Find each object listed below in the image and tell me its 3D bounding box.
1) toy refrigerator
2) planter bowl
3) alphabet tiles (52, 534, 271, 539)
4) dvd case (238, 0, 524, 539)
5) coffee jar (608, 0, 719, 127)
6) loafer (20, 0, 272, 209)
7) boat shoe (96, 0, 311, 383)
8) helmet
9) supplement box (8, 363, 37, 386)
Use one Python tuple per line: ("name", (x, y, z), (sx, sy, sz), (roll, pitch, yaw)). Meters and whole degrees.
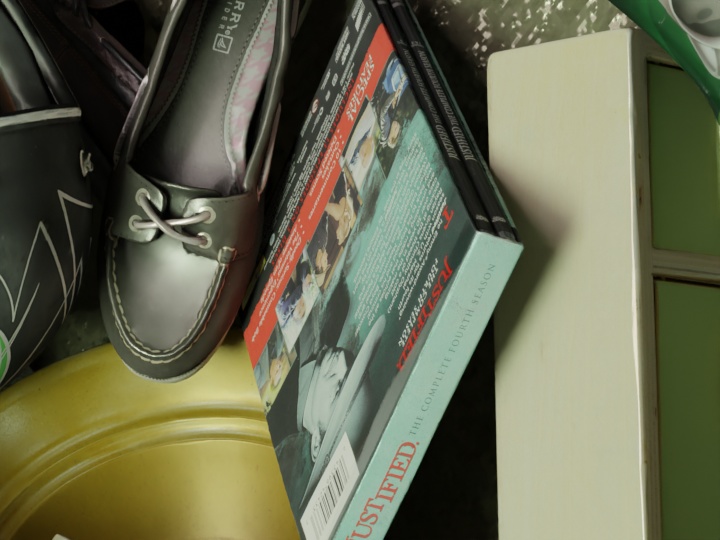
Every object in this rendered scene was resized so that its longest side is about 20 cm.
("toy refrigerator", (0.094, 0.025, 0.862), (0.070, 0.076, 0.201), (-8, 80, 43))
("planter bowl", (-0.072, 0.114, 0.976), (0.200, 0.200, 0.084), (24, 138, 42))
("alphabet tiles", (-0.041, 0.171, 0.843), (0.199, 0.008, 0.168), (25, 62, 12))
("dvd case", (0.000, 0.000, 0.924), (0.200, 0.022, 0.147), (-109, 39, -59))
("coffee jar", (0.114, -0.115, 0.801), (0.200, 0.085, 0.104), (45, 119, 3))
("loafer", (-0.103, -0.085, 1.076), (0.063, 0.072, 0.200), (-38, 66, 12))
("boat shoe", (-0.064, -0.058, 0.996), (0.066, 0.057, 0.201), (13, 80, 10))
("helmet", (-0.198, -0.027, 0.999), (0.200, 0.199, 0.191), (-46, 64, 31))
("supplement box", (-0.222, 0.057, 1.152), (0.200, 0.085, 0.111), (46, 116, 36))
